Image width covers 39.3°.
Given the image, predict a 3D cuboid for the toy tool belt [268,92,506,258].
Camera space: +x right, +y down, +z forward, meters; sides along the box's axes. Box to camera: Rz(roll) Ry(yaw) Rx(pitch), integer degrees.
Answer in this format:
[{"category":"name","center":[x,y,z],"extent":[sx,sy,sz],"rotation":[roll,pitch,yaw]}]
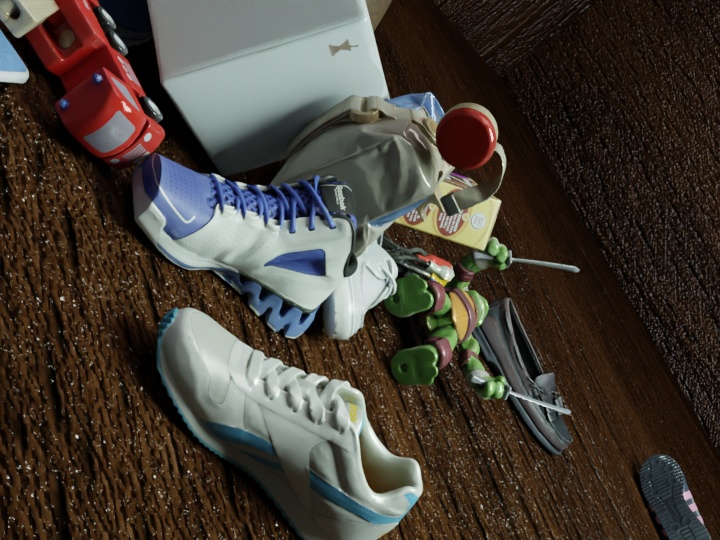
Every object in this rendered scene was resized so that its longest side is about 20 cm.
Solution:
[{"category":"toy tool belt","center":[0.029,-0.093,0.825],"extent":[0.126,0.198,0.123],"rotation":[61,26,-12]}]

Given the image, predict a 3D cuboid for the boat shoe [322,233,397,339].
[{"category":"boat shoe","center":[0.000,0.000,0.901],"extent":[0.200,0.067,0.073],"rotation":[-95,-172,-70]}]

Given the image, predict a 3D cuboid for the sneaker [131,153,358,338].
[{"category":"sneaker","center":[-0.068,-0.039,0.747],"extent":[0.199,0.115,0.081],"rotation":[38,22,-41]}]

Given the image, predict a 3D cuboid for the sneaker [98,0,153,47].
[{"category":"sneaker","center":[-0.204,-0.245,0.816],"extent":[0.079,0.089,0.200],"rotation":[58,18,11]}]

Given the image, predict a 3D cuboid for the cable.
[{"category":"cable","center":[0.058,-0.017,1.135],"extent":[0.200,0.050,0.098],"rotation":[40,22,-42]}]

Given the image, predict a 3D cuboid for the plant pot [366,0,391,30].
[{"category":"plant pot","center":[-0.064,-0.258,1.016],"extent":[0.187,0.199,0.188],"rotation":[47,18,-21]}]

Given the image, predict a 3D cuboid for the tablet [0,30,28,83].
[{"category":"tablet","center":[-0.284,-0.164,0.585],"extent":[0.131,0.014,0.200],"rotation":[55,17,1]}]

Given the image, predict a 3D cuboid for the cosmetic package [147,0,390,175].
[{"category":"cosmetic package","center":[-0.079,-0.221,0.835],"extent":[0.168,0.164,0.203],"rotation":[66,10,-68]}]

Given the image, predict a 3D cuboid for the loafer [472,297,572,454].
[{"category":"loafer","center":[0.205,0.127,1.231],"extent":[0.201,0.063,0.072],"rotation":[58,18,10]}]

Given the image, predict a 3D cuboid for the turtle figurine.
[{"category":"turtle figurine","center":[0.119,0.048,0.987],"extent":[0.199,0.146,0.193],"rotation":[32,22,26]}]

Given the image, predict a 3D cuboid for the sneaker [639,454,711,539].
[{"category":"sneaker","center":[0.467,0.366,1.492],"extent":[0.201,0.069,0.083],"rotation":[-94,161,-54]}]

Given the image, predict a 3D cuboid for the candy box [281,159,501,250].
[{"category":"candy box","center":[0.026,-0.084,0.983],"extent":[0.197,0.057,0.117],"rotation":[16,12,-12]}]

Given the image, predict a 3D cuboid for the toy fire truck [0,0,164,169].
[{"category":"toy fire truck","center":[-0.217,-0.174,0.685],"extent":[0.202,0.048,0.141],"rotation":[61,10,22]}]

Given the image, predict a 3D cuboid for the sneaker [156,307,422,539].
[{"category":"sneaker","center":[-0.044,0.090,0.629],"extent":[0.200,0.080,0.077],"rotation":[47,21,-18]}]
